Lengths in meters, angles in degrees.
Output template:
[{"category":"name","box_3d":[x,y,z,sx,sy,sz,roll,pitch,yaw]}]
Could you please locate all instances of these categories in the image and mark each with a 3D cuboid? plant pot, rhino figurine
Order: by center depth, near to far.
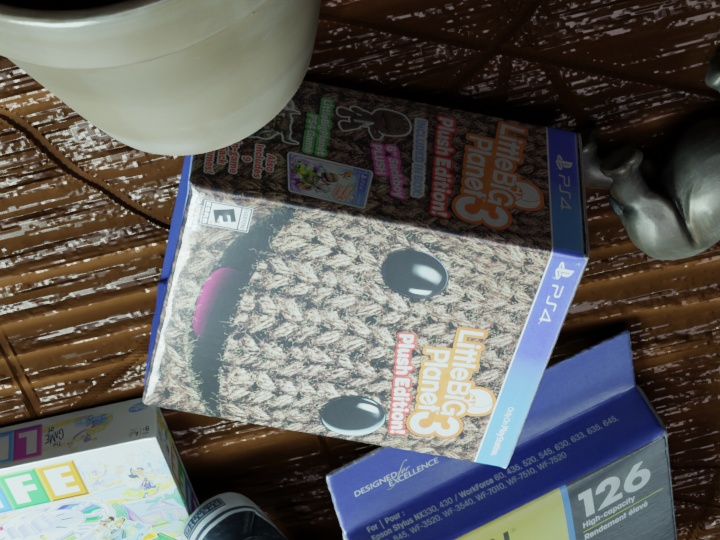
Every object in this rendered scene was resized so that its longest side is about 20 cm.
[{"category":"plant pot","box_3d":[-0.091,-0.144,1.002,0.199,0.201,0.174,-12,151,6]},{"category":"rhino figurine","box_3d":[0.209,-0.069,1.177,0.199,0.060,0.088,-27,125,22]}]

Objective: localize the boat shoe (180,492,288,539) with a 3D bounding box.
[{"category":"boat shoe","box_3d":[-0.033,0.215,1.383,0.071,0.091,0.200,-44,137,0]}]

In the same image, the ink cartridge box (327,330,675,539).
[{"category":"ink cartridge box","box_3d":[0.091,0.155,1.340,0.197,0.047,0.201,-25,137,-11]}]

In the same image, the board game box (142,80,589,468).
[{"category":"board game box","box_3d":[0.000,0.000,1.182,0.199,0.097,0.160,10,133,-7]}]

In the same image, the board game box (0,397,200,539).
[{"category":"board game box","box_3d":[-0.199,0.149,1.361,0.199,0.034,0.135,-12,134,6]}]
